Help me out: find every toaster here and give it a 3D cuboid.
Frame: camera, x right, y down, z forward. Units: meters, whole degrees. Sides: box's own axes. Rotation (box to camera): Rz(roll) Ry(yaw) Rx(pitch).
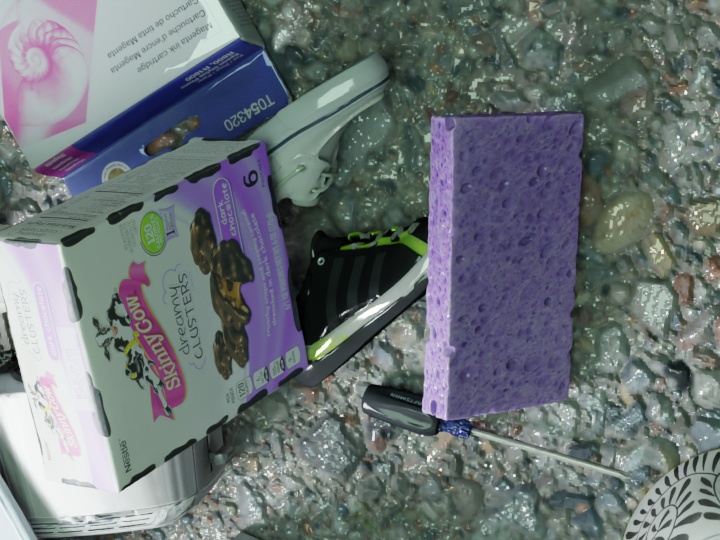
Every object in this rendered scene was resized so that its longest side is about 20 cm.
[{"bbox_3d":[-0.190,0.116,1.390,0.198,0.114,0.131,-8,101,18],"label":"toaster"}]

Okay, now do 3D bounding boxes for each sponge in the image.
[{"bbox_3d":[0.095,-0.005,1.272,0.030,0.111,0.202,18,111,54],"label":"sponge"}]

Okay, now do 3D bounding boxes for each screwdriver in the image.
[{"bbox_3d":[0.092,0.117,1.336,0.198,0.029,0.028,17,107,20],"label":"screwdriver"}]

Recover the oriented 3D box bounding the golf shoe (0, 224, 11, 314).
[{"bbox_3d":[-0.236,-0.007,1.322,0.198,0.075,0.092,24,140,20],"label":"golf shoe"}]

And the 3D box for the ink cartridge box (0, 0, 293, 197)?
[{"bbox_3d":[-0.177,-0.159,1.364,0.195,0.043,0.201,-30,90,21],"label":"ink cartridge box"}]

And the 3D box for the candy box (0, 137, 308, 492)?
[{"bbox_3d":[-0.133,0.025,1.248,0.071,0.199,0.170,4,114,37],"label":"candy box"}]

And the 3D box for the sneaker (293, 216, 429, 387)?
[{"bbox_3d":[0.000,0.000,1.322,0.200,0.072,0.083,-41,86,22],"label":"sneaker"}]

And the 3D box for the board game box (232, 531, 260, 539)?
[{"bbox_3d":[-0.032,0.274,1.353,0.198,0.147,0.065,22,110,13],"label":"board game box"}]

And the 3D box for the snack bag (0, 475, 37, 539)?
[{"bbox_3d":[-0.285,0.191,1.431,0.190,0.021,0.200,60,148,1],"label":"snack bag"}]

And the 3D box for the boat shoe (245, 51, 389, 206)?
[{"bbox_3d":[-0.044,-0.077,1.327,0.199,0.074,0.067,-32,95,35],"label":"boat shoe"}]

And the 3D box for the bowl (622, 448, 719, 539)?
[{"bbox_3d":[0.261,0.227,1.272,0.198,0.094,0.203,4,104,18],"label":"bowl"}]
